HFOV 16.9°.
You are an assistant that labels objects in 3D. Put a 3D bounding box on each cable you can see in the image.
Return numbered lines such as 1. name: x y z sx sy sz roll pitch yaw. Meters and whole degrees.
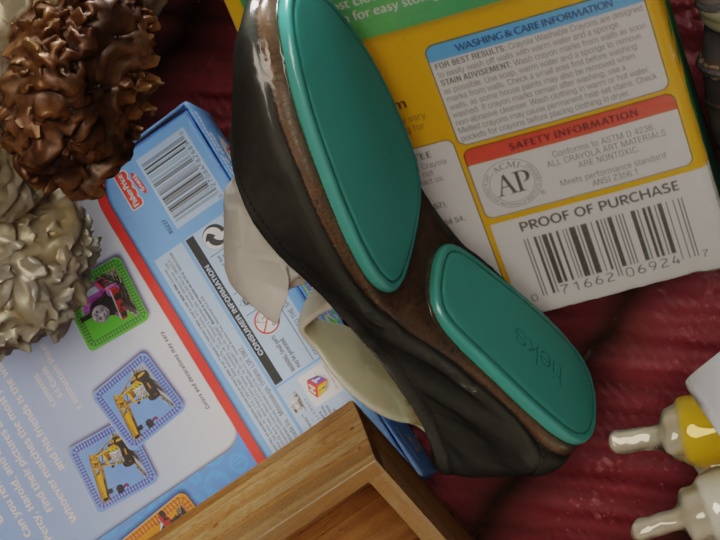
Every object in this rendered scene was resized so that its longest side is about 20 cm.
1. cable: 0.184 0.055 0.771 0.199 0.050 0.098 -26 88 10

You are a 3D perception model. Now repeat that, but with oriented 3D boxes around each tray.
1. tray: -0.055 0.135 0.799 0.199 0.037 0.099 -35 126 8

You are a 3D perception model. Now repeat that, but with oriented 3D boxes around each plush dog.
1. plush dog: -0.122 -0.093 0.750 0.171 0.160 0.201 -25 56 40

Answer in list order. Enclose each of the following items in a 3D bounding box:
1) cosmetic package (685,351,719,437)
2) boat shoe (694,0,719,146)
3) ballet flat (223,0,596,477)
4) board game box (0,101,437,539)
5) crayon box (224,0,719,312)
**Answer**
1. cosmetic package: 0.221 0.030 0.726 0.200 0.052 0.151 -40 116 7
2. boat shoe: 0.204 -0.060 0.770 0.199 0.075 0.074 7 115 8
3. ballet flat: 0.000 0.000 0.738 0.068 0.068 0.200 -17 127 28
4. board game box: -0.097 0.062 0.838 0.199 0.037 0.152 -34 81 8
5. crayon box: 0.032 -0.076 0.750 0.125 0.052 0.201 -15 127 11
